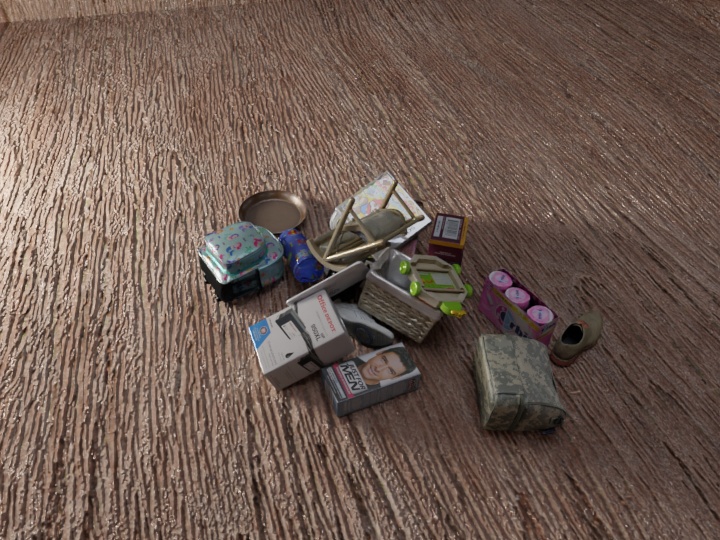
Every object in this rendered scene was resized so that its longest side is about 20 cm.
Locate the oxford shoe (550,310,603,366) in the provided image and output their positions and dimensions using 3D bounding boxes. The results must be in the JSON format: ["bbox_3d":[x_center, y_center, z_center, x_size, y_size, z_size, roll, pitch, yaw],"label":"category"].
[{"bbox_3d":[0.530,0.148,1.471,0.070,0.075,0.200,31,51,27],"label":"oxford shoe"}]

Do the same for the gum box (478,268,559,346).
[{"bbox_3d":[0.374,0.097,1.489,0.066,0.114,0.200,-23,49,-24],"label":"gum box"}]

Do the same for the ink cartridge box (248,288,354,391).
[{"bbox_3d":[-0.133,0.154,1.385,0.199,0.084,0.145,-27,49,-2],"label":"ink cartridge box"}]

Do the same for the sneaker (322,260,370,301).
[{"bbox_3d":[-0.074,0.035,1.538,0.199,0.105,0.060,-14,47,-17],"label":"sneaker"}]

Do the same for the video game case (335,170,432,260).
[{"bbox_3d":[0.060,-0.146,1.644,0.182,0.023,0.200,-36,68,-6],"label":"video game case"}]

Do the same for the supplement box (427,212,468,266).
[{"bbox_3d":[0.213,-0.031,1.550,0.085,0.201,0.111,11,44,9],"label":"supplement box"}]

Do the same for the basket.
[{"bbox_3d":[0.107,0.062,1.469,0.199,0.124,0.136,30,37,7],"label":"basket"}]

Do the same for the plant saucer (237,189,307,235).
[{"bbox_3d":[-0.254,-0.163,1.786,0.199,0.032,0.201,2,44,-2],"label":"plant saucer"}]

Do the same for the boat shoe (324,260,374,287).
[{"bbox_3d":[0.000,0.000,1.610,0.199,0.072,0.069,10,23,17],"label":"boat shoe"}]

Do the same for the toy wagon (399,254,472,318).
[{"bbox_3d":[0.179,0.039,1.402,0.154,0.040,0.201,4,42,-27],"label":"toy wagon"}]

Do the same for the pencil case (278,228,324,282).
[{"bbox_3d":[-0.159,-0.037,1.596,0.078,0.087,0.200,10,20,-26],"label":"pencil case"}]

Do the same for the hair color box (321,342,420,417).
[{"bbox_3d":[0.022,0.240,1.364,0.199,0.061,0.099,-15,47,-19],"label":"hair color box"}]

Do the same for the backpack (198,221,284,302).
[{"bbox_3d":[-0.298,-0.033,1.576,0.199,0.151,0.178,-21,47,-29],"label":"backpack"}]

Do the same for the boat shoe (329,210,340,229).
[{"bbox_3d":[0.005,-0.158,1.713,0.201,0.075,0.086,-30,33,9],"label":"boat shoe"}]

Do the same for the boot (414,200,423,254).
[{"bbox_3d":[0.130,-0.100,1.715,0.185,0.064,0.200,-23,45,-7],"label":"boot"}]

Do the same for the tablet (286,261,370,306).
[{"bbox_3d":[-0.070,0.041,1.449,0.199,0.130,0.014,-28,73,6],"label":"tablet"}]

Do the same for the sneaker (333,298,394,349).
[{"bbox_3d":[-0.003,0.119,1.481,0.199,0.075,0.087,25,43,20],"label":"sneaker"}]

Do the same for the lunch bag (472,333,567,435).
[{"bbox_3d":[0.339,0.243,1.318,0.167,0.140,0.201,0,45,-2],"label":"lunch bag"}]

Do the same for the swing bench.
[{"bbox_3d":[0.012,-0.095,1.483,0.130,0.200,0.199,54,42,4],"label":"swing bench"}]

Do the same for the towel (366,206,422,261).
[{"bbox_3d":[0.091,-0.099,1.673,0.143,0.023,0.201,2,52,18],"label":"towel"}]
